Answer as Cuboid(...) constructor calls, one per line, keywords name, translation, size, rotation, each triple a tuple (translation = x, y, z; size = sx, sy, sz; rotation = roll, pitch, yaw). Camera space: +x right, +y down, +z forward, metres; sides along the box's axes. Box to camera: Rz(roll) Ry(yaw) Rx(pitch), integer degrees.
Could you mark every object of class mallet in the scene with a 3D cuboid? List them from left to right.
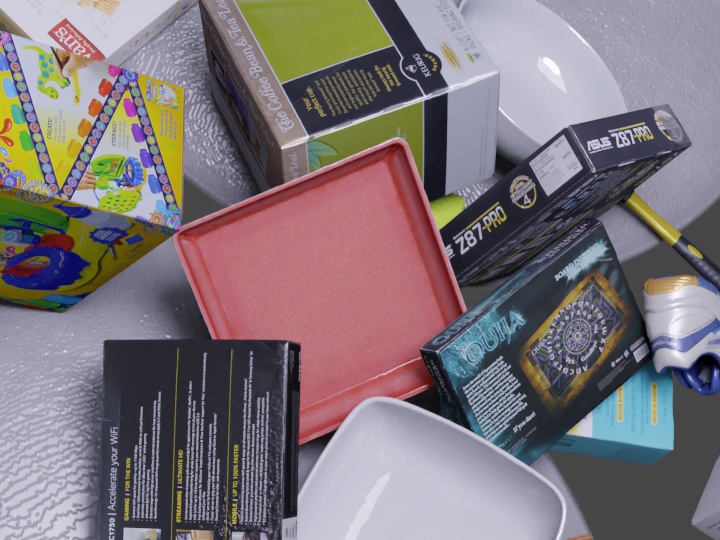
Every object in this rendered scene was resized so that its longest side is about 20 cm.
Cuboid(name="mallet", translation=(0.292, -0.040, 1.450), size=(0.199, 0.041, 0.066), rotation=(36, 61, -4))

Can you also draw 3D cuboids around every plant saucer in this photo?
Cuboid(name="plant saucer", translation=(-0.025, 0.019, 1.241), size=(0.198, 0.037, 0.202), rotation=(-23, 106, -6))

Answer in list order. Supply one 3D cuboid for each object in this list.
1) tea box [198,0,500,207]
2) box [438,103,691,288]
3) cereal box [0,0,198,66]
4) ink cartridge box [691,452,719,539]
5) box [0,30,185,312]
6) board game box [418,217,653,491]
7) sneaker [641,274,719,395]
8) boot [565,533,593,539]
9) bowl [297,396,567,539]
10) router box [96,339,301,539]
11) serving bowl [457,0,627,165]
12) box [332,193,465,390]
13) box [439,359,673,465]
Cuboid(name="tea box", translation=(-0.012, -0.157, 1.313), size=(0.195, 0.134, 0.201), rotation=(-19, 54, -13))
Cuboid(name="box", translation=(0.159, -0.058, 1.299), size=(0.160, 0.200, 0.049), rotation=(-14, 70, -47))
Cuboid(name="cereal box", translation=(-0.232, -0.264, 1.391), size=(0.144, 0.040, 0.200), rotation=(42, 63, 6))
Cuboid(name="ink cartridge box", translation=(0.410, 0.201, 1.350), size=(0.199, 0.084, 0.145), rotation=(31, 64, -2))
Cuboid(name="box", translation=(-0.264, -0.072, 1.183), size=(0.191, 0.199, 0.123), rotation=(14, 63, -32))
Cuboid(name="board game box", translation=(0.149, 0.066, 1.275), size=(0.199, 0.028, 0.136), rotation=(-36, 112, -26))
Cuboid(name="sneaker", translation=(0.303, 0.069, 1.355), size=(0.199, 0.075, 0.089), rotation=(19, 67, -44))
Cuboid(name="boot", translation=(0.133, 0.298, 1.235), size=(0.198, 0.077, 0.157), rotation=(-11, 72, -21))
Cuboid(name="bowl", translation=(0.043, 0.221, 1.212), size=(0.199, 0.075, 0.201), rotation=(27, 78, 16))
Cuboid(name="router box", translation=(-0.122, 0.153, 1.181), size=(0.147, 0.051, 0.203), rotation=(1, 84, 11))
Cuboid(name="serving bowl", translation=(0.150, -0.160, 1.422), size=(0.199, 0.066, 0.202), rotation=(23, 43, -24))
Cuboid(name="box", translation=(0.000, 0.000, 1.341), size=(0.121, 0.048, 0.201), rotation=(26, 64, -3))
Cuboid(name="box", translation=(0.168, 0.108, 1.341), size=(0.198, 0.049, 0.083), rotation=(9, 65, -12))
